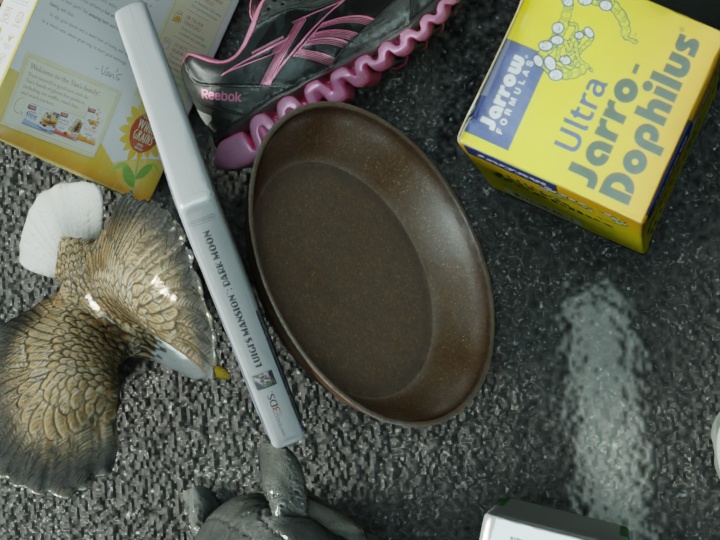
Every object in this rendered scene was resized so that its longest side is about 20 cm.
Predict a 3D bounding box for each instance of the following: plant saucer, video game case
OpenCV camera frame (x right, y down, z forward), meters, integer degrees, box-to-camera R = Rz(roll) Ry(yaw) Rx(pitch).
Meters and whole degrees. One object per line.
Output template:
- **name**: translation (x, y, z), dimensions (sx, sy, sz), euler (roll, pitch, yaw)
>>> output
- **plant saucer**: translation (0.000, 0.000, 1.022), dimensions (0.037, 0.200, 0.202), euler (-28, 81, 39)
- **video game case**: translation (-0.086, -0.027, 0.983), dimensions (0.023, 0.183, 0.201), euler (-21, 41, -3)

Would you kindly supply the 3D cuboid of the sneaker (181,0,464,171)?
- **sneaker**: translation (-0.025, -0.148, 1.071), dimensions (0.199, 0.079, 0.096), euler (-34, 89, 4)

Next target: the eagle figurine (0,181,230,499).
- **eagle figurine**: translation (-0.141, 0.030, 1.012), dimensions (0.149, 0.200, 0.153), euler (-1, 99, 5)

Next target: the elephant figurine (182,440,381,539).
- **elephant figurine**: translation (-0.043, 0.169, 0.986), dimensions (0.154, 0.200, 0.143), euler (1, 68, 4)

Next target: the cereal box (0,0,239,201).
- **cereal box**: translation (-0.148, -0.157, 1.067), dimensions (0.039, 0.143, 0.201), euler (23, 89, 42)

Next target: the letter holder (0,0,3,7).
- **letter holder**: translation (-0.294, -0.207, 1.115), dimensions (0.198, 0.101, 0.144), euler (-11, 82, 9)

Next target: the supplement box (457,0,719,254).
- **supplement box**: translation (0.133, -0.086, 0.982), dimensions (0.109, 0.200, 0.110), euler (24, 91, 11)

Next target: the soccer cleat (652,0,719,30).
- **soccer cleat**: translation (0.191, -0.163, 1.051), dimensions (0.199, 0.086, 0.070), euler (28, 104, 33)

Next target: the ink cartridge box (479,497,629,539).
- **ink cartridge box**: translation (0.093, 0.240, 0.995), dimensions (0.083, 0.146, 0.202), euler (13, 89, 9)

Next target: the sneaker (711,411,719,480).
- **sneaker**: translation (0.258, 0.169, 1.002), dimensions (0.074, 0.088, 0.201), euler (-27, 84, 5)
